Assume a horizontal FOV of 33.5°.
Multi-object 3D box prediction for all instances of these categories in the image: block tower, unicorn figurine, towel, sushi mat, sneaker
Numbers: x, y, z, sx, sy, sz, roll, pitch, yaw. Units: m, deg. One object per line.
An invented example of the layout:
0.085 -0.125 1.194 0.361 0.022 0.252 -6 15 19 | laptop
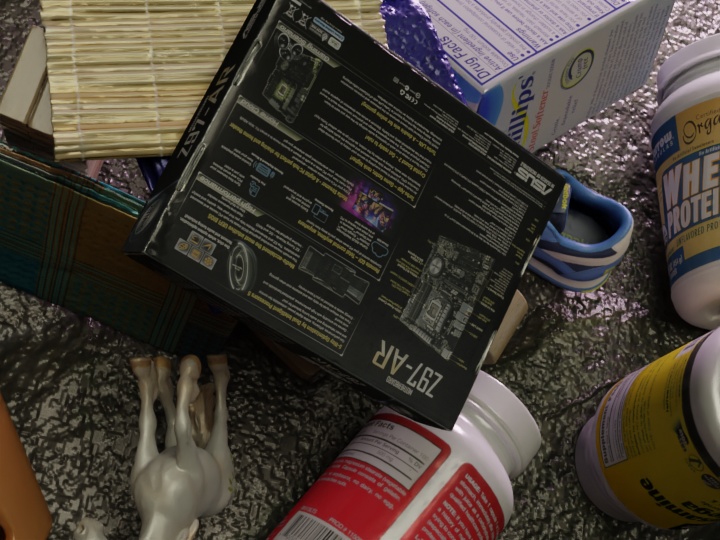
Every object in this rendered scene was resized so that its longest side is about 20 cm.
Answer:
-0.184 -0.088 0.743 0.054 0.200 0.058 23 81 -9 | block tower
-0.113 0.119 0.702 0.073 0.200 0.139 -3 86 24 | unicorn figurine
-0.165 -0.011 0.746 0.198 0.147 0.022 23 56 -10 | towel
-0.072 -0.111 0.656 0.198 0.012 0.097 -6 78 -21 | sushi mat
-0.029 -0.071 0.696 0.199 0.050 0.149 -20 85 -24 | towel
0.111 -0.051 0.885 0.198 0.082 0.075 17 68 -9 | sneaker

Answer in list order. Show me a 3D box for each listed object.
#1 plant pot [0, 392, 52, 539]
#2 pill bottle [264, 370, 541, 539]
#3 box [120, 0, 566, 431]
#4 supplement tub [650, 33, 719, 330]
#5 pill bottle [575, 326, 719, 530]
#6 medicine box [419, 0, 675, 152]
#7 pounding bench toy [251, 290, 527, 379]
-0.264 0.126 0.649 0.200 0.200 0.141 -38 101 -26 | plant pot
0.026 0.158 0.764 0.112 0.112 0.200 44 64 1 | pill bottle
-0.002 -0.030 0.641 0.199 0.043 0.161 31 78 -23 | box
0.300 -0.066 0.917 0.143 0.145 0.202 3 70 -17 | supplement tub
0.224 0.110 0.797 0.111 0.200 0.114 6 69 -15 | pill bottle
0.096 -0.187 0.886 0.199 0.103 0.182 -31 60 -24 | medicine box
0.000 0.000 0.788 0.200 0.156 0.124 44 64 2 | pounding bench toy
